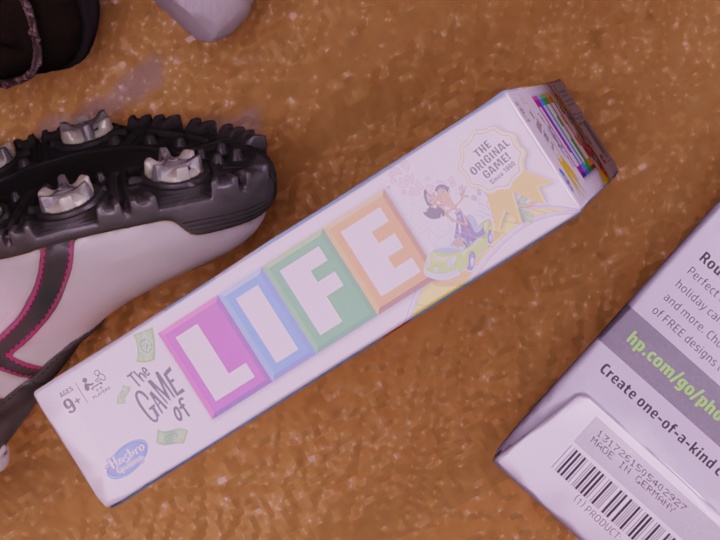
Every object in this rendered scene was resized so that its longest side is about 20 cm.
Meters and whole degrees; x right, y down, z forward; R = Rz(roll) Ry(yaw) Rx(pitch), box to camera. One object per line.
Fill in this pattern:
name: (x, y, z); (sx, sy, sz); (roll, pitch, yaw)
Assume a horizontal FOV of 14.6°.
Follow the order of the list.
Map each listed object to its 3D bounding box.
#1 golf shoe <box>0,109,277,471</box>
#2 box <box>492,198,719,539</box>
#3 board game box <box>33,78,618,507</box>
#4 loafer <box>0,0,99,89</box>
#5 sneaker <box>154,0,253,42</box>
golf shoe: (-0.111, 0.013, 0.840); (0.200, 0.077, 0.088); (-18, 112, 11)
box: (0.161, 0.030, 0.803); (0.156, 0.041, 0.200); (41, 104, 3)
board game box: (0.000, 0.000, 0.749); (0.134, 0.200, 0.034); (-33, 90, 8)
loafer: (-0.156, -0.116, 0.791); (0.200, 0.073, 0.071); (47, 56, -27)
sneaker: (-0.072, -0.166, 0.816); (0.088, 0.075, 0.200); (-31, 88, -3)
